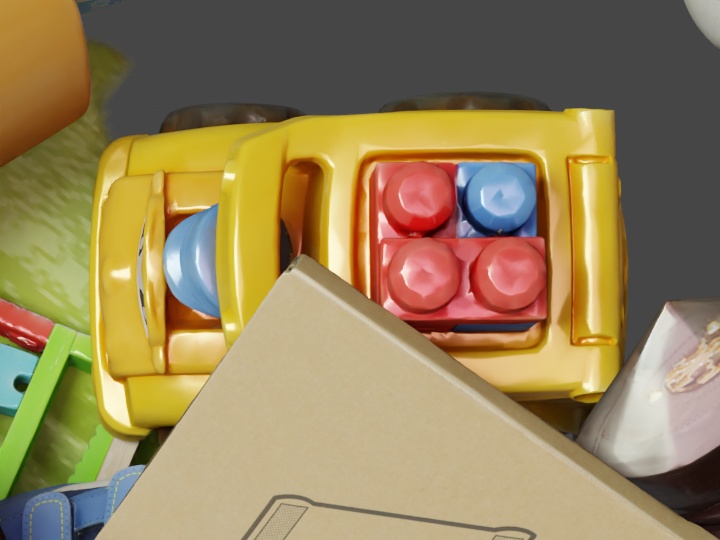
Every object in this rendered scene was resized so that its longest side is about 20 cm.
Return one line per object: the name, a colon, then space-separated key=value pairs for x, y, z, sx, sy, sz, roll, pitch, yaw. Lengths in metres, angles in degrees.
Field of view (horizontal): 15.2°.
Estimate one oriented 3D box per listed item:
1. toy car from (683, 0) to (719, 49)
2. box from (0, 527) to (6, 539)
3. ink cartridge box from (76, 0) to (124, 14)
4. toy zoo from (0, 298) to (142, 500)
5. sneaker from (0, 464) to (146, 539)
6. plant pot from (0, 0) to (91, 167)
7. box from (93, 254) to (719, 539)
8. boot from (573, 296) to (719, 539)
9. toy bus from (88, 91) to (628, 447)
toy car: x=0.213 y=-0.149 z=0.953 sx=0.200 sy=0.150 sz=0.175 roll=15 pitch=91 yaw=-7
box: x=-0.171 y=0.180 z=0.846 sx=0.164 sy=0.166 sz=0.200 roll=-20 pitch=102 yaw=0
ink cartridge box: x=-0.057 y=-0.145 z=0.930 sx=0.115 sy=0.200 sz=0.068 roll=-18 pitch=90 yaw=-7
toy zoo: x=-0.187 y=0.058 z=1.005 sx=0.200 sy=0.020 sz=0.131 roll=23 pitch=70 yaw=0
sneaker: x=-0.077 y=0.102 z=0.947 sx=0.200 sy=0.082 sz=0.074 roll=-12 pitch=77 yaw=0
plant pot: x=-0.198 y=-0.081 z=0.913 sx=0.183 sy=0.200 sz=0.200 roll=-21 pitch=90 yaw=-16
box: x=0.018 y=0.112 z=0.872 sx=0.200 sy=0.021 sz=0.164 roll=35 pitch=115 yaw=-3
boot: x=0.168 y=0.036 z=0.933 sx=0.186 sy=0.200 sz=0.064 roll=-37 pitch=62 yaw=1
toy bus: x=0.000 y=0.000 z=0.934 sx=0.200 sy=0.192 sz=0.136 roll=-1 pitch=85 yaw=-1
